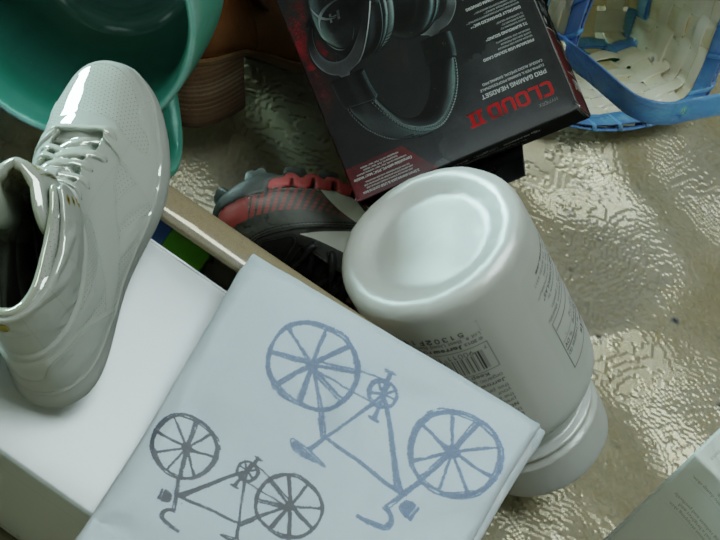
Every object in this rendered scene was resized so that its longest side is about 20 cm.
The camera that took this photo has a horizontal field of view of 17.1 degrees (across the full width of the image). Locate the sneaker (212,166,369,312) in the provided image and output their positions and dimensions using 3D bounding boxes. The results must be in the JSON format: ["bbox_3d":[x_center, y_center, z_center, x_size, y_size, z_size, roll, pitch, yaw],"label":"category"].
[{"bbox_3d":[0.000,0.000,1.508,0.200,0.071,0.098,18,47,-17],"label":"sneaker"}]

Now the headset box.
[{"bbox_3d":[0.041,-0.140,1.457,0.077,0.149,0.200,6,63,-78],"label":"headset box"}]

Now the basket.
[{"bbox_3d":[0.210,-0.160,1.684,0.176,0.139,0.200,-6,29,-33],"label":"basket"}]

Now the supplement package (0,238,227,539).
[{"bbox_3d":[-0.136,0.078,1.325,0.200,0.111,0.156,35,62,0],"label":"supplement package"}]

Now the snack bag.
[{"bbox_3d":[-0.025,0.117,1.262,0.188,0.021,0.200,30,68,1],"label":"snack bag"}]

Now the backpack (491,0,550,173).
[{"bbox_3d":[0.053,-0.150,1.587,0.134,0.200,0.183,12,4,12],"label":"backpack"}]

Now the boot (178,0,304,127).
[{"bbox_3d":[-0.066,-0.198,1.554,0.074,0.155,0.200,14,34,23],"label":"boot"}]

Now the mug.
[{"bbox_3d":[-0.160,-0.158,1.424,0.152,0.185,0.114,17,31,2],"label":"mug"}]

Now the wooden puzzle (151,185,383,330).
[{"bbox_3d":[-0.080,0.011,1.403,0.185,0.200,0.046,34,81,-1],"label":"wooden puzzle"}]

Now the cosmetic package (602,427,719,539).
[{"bbox_3d":[0.202,0.176,1.398,0.113,0.200,0.081,48,49,8],"label":"cosmetic package"}]

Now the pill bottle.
[{"bbox_3d":[0.076,0.043,1.429,0.200,0.114,0.114,59,29,-43],"label":"pill bottle"}]

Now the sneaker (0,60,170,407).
[{"bbox_3d":[-0.152,-0.043,1.239,0.074,0.116,0.200,2,63,11],"label":"sneaker"}]
